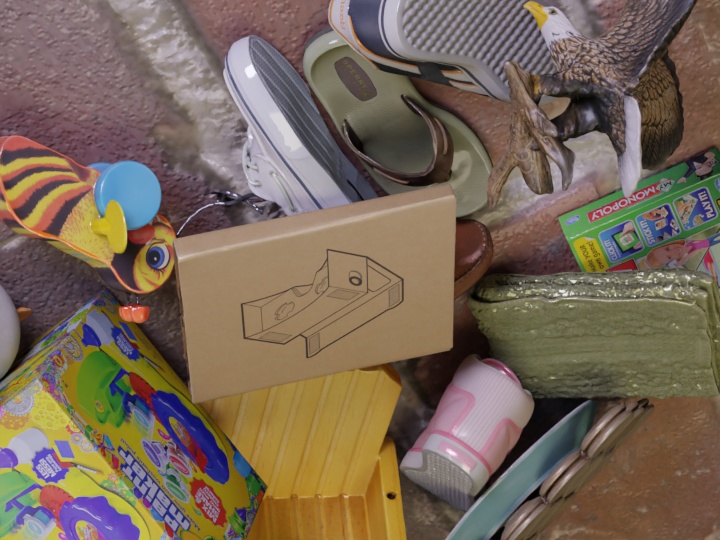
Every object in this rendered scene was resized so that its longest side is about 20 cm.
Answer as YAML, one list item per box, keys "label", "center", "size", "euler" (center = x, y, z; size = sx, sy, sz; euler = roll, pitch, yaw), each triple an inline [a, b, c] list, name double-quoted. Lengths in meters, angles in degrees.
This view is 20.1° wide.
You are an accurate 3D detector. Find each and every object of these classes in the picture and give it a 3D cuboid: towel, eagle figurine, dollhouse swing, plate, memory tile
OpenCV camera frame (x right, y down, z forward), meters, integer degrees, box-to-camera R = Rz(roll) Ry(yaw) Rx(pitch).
- label: "towel"
  center: [0.193, 0.050, 1.603]
  size: [0.199, 0.037, 0.149]
  euler: [-4, 141, 17]
- label: "eagle figurine"
  center: [0.173, -0.139, 1.352]
  size: [0.200, 0.152, 0.151]
  euler: [-30, 97, -28]
- label: "dollhouse swing"
  center: [-0.055, 0.186, 1.619]
  size: [0.199, 0.183, 0.176]
  euler: [1, 153, -16]
- label: "plate"
  center: [0.133, 0.185, 1.676]
  size: [0.200, 0.026, 0.200]
  euler: [-43, 165, -14]
- label: "memory tile"
  center: [0.161, 0.180, 1.660]
  size: [0.200, 0.017, 0.153]
  euler: [-50, 166, 13]

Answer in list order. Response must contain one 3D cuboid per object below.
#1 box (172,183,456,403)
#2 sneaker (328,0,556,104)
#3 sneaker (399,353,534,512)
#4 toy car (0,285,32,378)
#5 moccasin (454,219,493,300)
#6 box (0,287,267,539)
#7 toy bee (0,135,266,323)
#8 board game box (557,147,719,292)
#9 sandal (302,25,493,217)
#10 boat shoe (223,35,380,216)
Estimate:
- label: "box"
  center: [-0.030, 0.018, 1.447]
  size: [0.199, 0.021, 0.164]
  euler: [-11, 139, -9]
- label: "sneaker"
  center: [0.062, -0.163, 1.378]
  size: [0.200, 0.079, 0.079]
  euler: [14, 88, -48]
- label: "sneaker"
  center: [0.091, 0.130, 1.641]
  size: [0.075, 0.105, 0.200]
  euler: [31, 165, 4]
- label: "toy car"
  center: [-0.317, 0.052, 1.440]
  size: [0.176, 0.185, 0.200]
  euler: [-32, 161, 16]
- label: "moccasin"
  center: [0.000, -0.001, 1.517]
  size: [0.200, 0.074, 0.078]
  euler: [-9, 147, 6]
- label: "box"
  center: [-0.188, 0.151, 1.468]
  size: [0.122, 0.193, 0.200]
  euler: [-35, 101, 17]
- label: "toy bee"
  center: [-0.167, -0.022, 1.406]
  size: [0.199, 0.109, 0.131]
  euler: [11, 175, -7]
- label: "board game box"
  center: [0.251, 0.002, 1.617]
  size: [0.134, 0.029, 0.200]
  euler: [-25, 135, 7]
- label: "sandal"
  center: [0.025, -0.094, 1.440]
  size: [0.080, 0.057, 0.201]
  euler: [-33, 133, 16]
- label: "boat shoe"
  center: [-0.050, -0.072, 1.420]
  size: [0.067, 0.074, 0.200]
  euler: [-23, 123, 20]
